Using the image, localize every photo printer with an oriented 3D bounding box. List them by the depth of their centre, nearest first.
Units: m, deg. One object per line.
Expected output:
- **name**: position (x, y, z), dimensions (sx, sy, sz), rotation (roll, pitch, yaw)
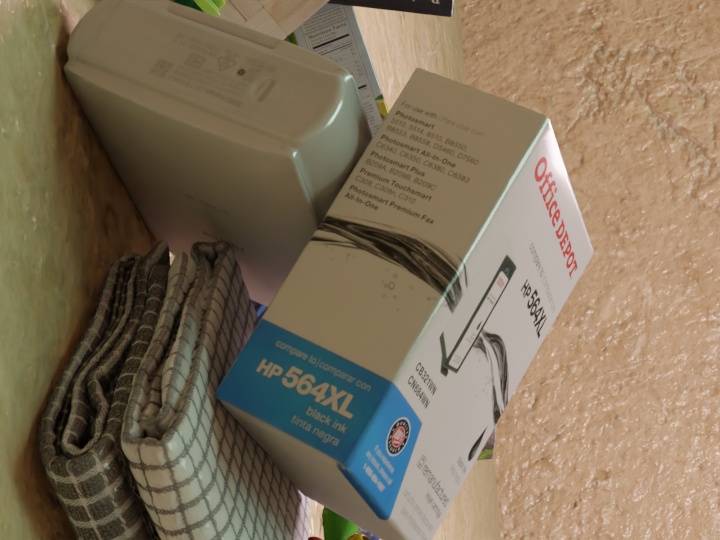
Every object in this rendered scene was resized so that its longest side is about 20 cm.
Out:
- **photo printer**: position (-0.061, -0.048, 0.807), dimensions (0.070, 0.165, 0.201), rotation (-56, 153, -22)

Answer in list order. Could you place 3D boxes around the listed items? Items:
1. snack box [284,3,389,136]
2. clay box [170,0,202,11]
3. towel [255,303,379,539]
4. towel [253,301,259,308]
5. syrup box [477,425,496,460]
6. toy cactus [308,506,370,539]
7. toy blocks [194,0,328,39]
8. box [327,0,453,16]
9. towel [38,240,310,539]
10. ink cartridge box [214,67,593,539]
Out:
- **snack box**: position (-0.034, -0.149, 1.092), dimensions (0.200, 0.052, 0.144), rotation (-147, -143, -75)
- **clay box**: position (-0.068, -0.098, 0.985), dimensions (0.115, 0.047, 0.200), rotation (54, 1, 18)
- **towel**: position (-0.007, 0.079, 0.997), dimensions (0.200, 0.024, 0.145), rotation (45, 74, -34)
- **towel**: position (0.000, 0.000, 1.016), dimensions (0.024, 0.199, 0.148), rotation (29, -37, 51)
- **syrup box**: position (0.056, 0.048, 1.158), dimensions (0.082, 0.078, 0.202), rotation (86, -2, -55)
- **toy cactus**: position (-0.046, 0.229, 0.886), dimensions (0.201, 0.101, 0.167), rotation (-66, 146, -57)
- **toy blocks**: position (-0.059, -0.222, 0.834), dimensions (0.200, 0.136, 0.100), rotation (46, 9, -36)
- **box**: position (-0.025, -0.274, 0.921), dimensions (0.105, 0.197, 0.184), rotation (-85, -178, -48)
- **towel**: position (-0.091, 0.096, 0.751), dimensions (0.201, 0.084, 0.167), rotation (-87, 161, -60)
- **ink cartridge box**: position (0.031, 0.023, 0.752), dimensions (0.201, 0.084, 0.146), rotation (-58, 151, -15)
